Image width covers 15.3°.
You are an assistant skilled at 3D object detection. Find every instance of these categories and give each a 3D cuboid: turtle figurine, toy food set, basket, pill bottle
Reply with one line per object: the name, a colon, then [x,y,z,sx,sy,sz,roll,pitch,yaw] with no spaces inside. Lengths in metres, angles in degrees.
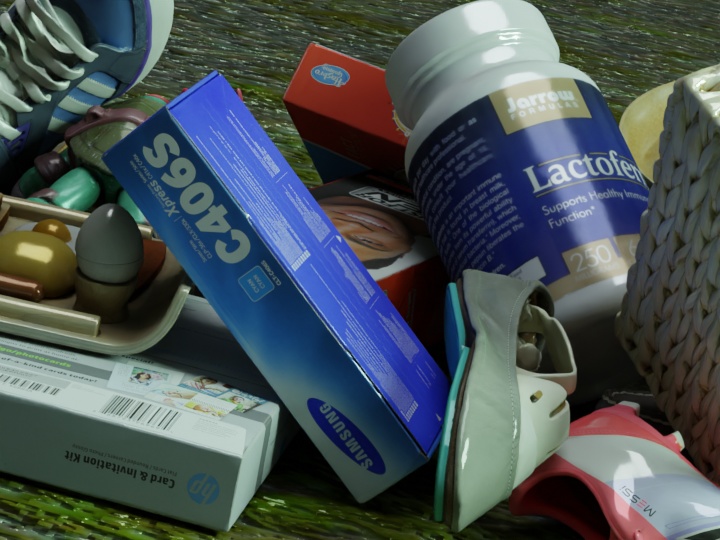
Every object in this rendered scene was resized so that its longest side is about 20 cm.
turtle figurine: [-0.130,-0.042,1.451,0.150,0.101,0.200,2,26,14]
toy food set: [-0.168,-0.027,1.280,0.200,0.060,0.144,13,22,2]
basket: [0.242,0.002,1.247,0.200,0.198,0.161,-19,53,-23]
pill bottle: [0.090,-0.038,1.411,0.116,0.116,0.200,-1,56,-37]

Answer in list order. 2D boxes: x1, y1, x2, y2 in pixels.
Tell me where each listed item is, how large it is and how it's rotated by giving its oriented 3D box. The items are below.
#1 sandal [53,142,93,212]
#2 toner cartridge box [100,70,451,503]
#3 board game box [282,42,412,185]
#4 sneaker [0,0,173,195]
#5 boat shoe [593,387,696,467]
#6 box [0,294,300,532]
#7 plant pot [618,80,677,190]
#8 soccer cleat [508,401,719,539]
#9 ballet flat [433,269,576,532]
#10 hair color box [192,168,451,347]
sandal: [-0.118,-0.060,1.587,0.200,0.054,0.080,15,17,9]
toner cartridge box: [-0.034,0.006,1.249,0.200,0.043,0.095,54,19,-4]
board game box: [0.063,-0.054,1.568,0.200,0.040,0.153,22,-15,18]
sneaker: [-0.193,-0.098,1.456,0.081,0.200,0.146,50,52,3]
boat shoe: [0.213,0.084,1.342,0.200,0.060,0.072,14,17,4]
box: [-0.108,0.053,1.252,0.156,0.041,0.200,14,18,7]
plant pot: [0.240,-0.054,1.480,0.200,0.028,0.200,5,30,-3]
soccer cleat: [0.154,0.126,1.187,0.076,0.067,0.200,-33,45,-26]
ballet flat: [0.068,0.055,1.225,0.064,0.067,0.200,5,26,1]
hair color box: [0.000,0.000,1.464,0.101,0.061,0.200,20,19,21]
